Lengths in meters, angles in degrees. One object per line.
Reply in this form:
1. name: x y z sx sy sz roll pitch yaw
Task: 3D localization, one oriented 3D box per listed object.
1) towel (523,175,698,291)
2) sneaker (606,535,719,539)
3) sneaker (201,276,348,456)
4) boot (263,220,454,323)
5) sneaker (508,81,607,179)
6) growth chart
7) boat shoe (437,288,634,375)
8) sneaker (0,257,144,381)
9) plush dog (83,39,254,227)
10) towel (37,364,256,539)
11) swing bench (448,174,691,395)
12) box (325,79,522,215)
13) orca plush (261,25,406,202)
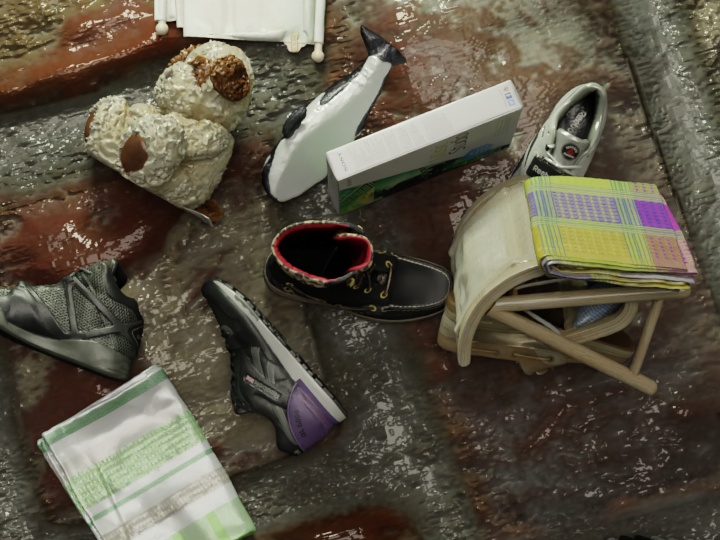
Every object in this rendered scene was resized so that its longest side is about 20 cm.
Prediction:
1. towel: 0.225 -0.038 1.506 0.143 0.200 0.023 5 117 -3
2. sneaker: 0.314 0.304 1.608 0.200 0.075 0.081 2 88 0
3. sneaker: -0.109 0.099 1.642 0.088 0.076 0.200 -41 82 -2
4. boot: 0.000 0.000 1.620 0.200 0.151 0.073 11 79 1
5. sneaker: 0.199 -0.108 1.677 0.074 0.089 0.200 23 82 2
6. growth chart: -0.129 -0.306 1.746 0.200 0.018 0.145 8 79 1
7. boat shoe: 0.178 0.070 1.658 0.200 0.071 0.065 13 114 -3
8. sneaker: -0.312 0.028 1.652 0.199 0.076 0.114 20 78 0
9. plush dog: -0.168 -0.153 1.656 0.160 0.200 0.172 30 89 -28
10. towel: -0.216 0.214 1.638 0.149 0.031 0.200 -32 81 -6
11. swing bench: 0.192 0.005 1.572 0.200 0.199 0.130 10 118 -5
12. box: 0.062 -0.122 1.648 0.200 0.144 0.036 -21 79 -4
13. orca plush: -0.045 -0.167 1.692 0.071 0.105 0.200 41 108 44
